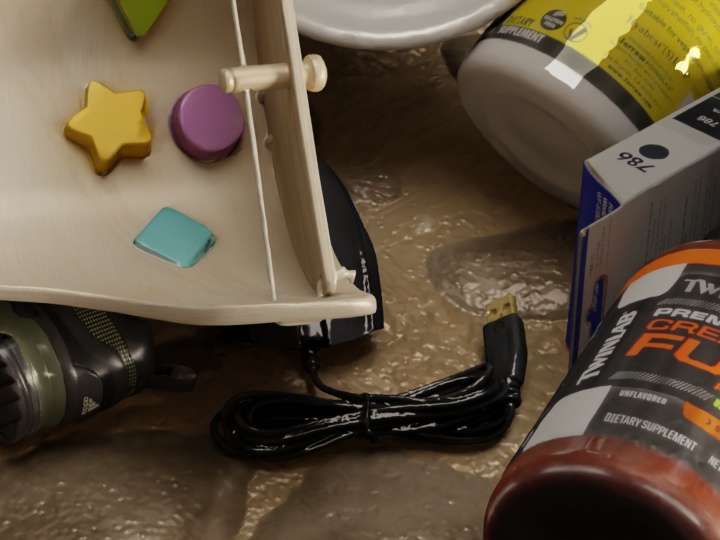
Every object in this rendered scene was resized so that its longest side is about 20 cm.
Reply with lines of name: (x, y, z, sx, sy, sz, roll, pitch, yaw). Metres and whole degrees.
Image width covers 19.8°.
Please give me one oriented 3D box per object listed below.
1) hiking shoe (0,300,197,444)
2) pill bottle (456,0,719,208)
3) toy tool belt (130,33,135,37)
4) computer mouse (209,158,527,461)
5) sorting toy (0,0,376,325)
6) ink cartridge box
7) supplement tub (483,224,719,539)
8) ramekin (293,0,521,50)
hiking shoe: (-0.142, -0.009, 0.890, 0.101, 0.076, 0.200, -6, 49, -28)
pill bottle: (0.145, -0.132, 0.981, 0.111, 0.111, 0.200, 31, 71, 27)
toy tool belt: (-0.132, -0.133, 0.918, 0.125, 0.200, 0.123, -29, 15, -3)
computer mouse: (0.000, 0.000, 0.907, 0.140, 0.046, 0.200, -1, 40, -7)
sorting toy: (-0.103, -0.063, 0.824, 0.180, 0.107, 0.200, -6, 80, -14)
ink cartridge box: (0.146, -0.022, 0.913, 0.039, 0.100, 0.200, 30, 43, 35)
supplement tub: (0.131, 0.058, 0.809, 0.107, 0.107, 0.200, 21, 41, 16)
ramekin: (0.006, -0.208, 0.951, 0.200, 0.201, 0.098, 0, 15, -9)
